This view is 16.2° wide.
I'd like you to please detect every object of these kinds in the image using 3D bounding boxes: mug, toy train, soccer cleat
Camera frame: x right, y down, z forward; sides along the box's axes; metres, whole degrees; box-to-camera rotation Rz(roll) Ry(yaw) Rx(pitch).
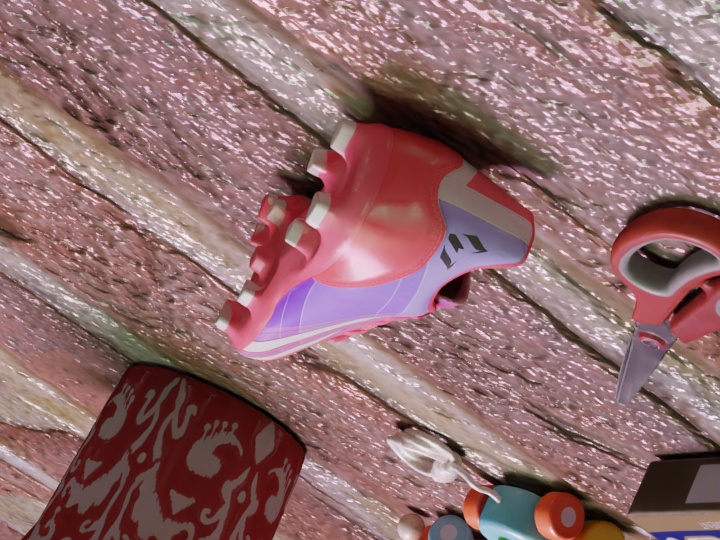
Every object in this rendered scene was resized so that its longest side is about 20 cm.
[{"bbox_3d":[-0.136,0.155,1.318,0.177,0.201,0.134,17,161,28],"label":"mug"},{"bbox_3d":[0.068,0.150,1.257,0.150,0.056,0.200,20,162,18],"label":"toy train"},{"bbox_3d":[0.000,0.000,0.915,0.076,0.067,0.200,23,160,-8],"label":"soccer cleat"}]

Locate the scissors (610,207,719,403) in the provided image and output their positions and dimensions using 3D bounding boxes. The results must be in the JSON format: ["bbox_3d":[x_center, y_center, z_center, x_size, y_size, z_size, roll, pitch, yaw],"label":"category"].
[{"bbox_3d":[0.102,0.015,0.898,0.073,0.014,0.200,26,164,-10],"label":"scissors"}]

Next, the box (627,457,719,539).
[{"bbox_3d":[0.221,0.136,1.044,0.199,0.033,0.121,31,162,-19],"label":"box"}]
